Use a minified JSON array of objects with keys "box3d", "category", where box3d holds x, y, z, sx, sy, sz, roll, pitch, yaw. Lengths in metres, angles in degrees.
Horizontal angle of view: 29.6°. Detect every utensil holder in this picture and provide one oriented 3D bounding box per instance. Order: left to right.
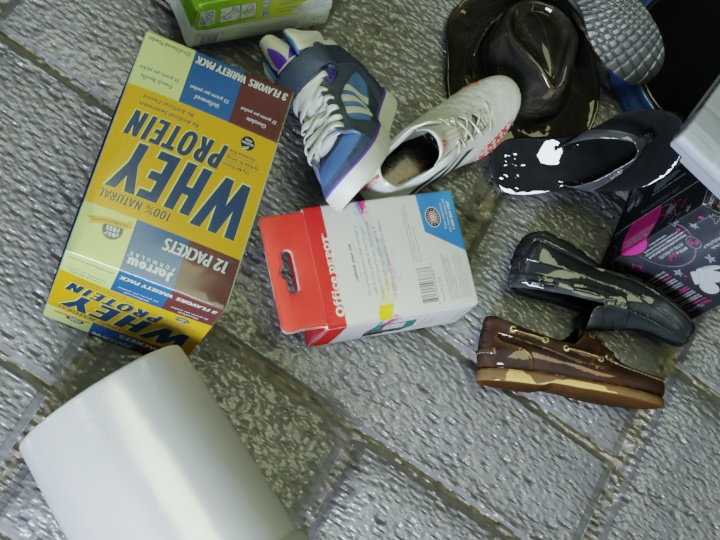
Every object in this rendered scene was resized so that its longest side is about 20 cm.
[{"box3d":[-0.161,0.188,1.108,0.169,0.170,0.201,-30,82,-25],"category":"utensil holder"}]

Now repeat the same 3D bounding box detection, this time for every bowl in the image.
[{"box3d":[0.369,-0.218,1.495,0.197,0.039,0.204,6,71,-18],"category":"bowl"}]

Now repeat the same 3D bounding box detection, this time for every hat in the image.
[{"box3d":[0.181,-0.216,1.403,0.197,0.081,0.204,6,72,-19],"category":"hat"}]

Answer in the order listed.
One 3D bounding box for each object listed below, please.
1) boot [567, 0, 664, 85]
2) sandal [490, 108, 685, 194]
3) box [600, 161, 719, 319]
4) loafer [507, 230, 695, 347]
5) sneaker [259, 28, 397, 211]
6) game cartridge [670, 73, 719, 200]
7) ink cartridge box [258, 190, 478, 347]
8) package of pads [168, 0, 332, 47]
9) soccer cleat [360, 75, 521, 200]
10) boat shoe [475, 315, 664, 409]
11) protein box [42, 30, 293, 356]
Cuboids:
[{"box3d":[0.254,-0.298,1.443,0.201,0.067,0.131,50,23,-10],"category":"boot"},{"box3d":[0.227,-0.109,1.349,0.197,0.043,0.077,-12,97,16],"category":"sandal"},{"box3d":[0.348,-0.052,1.345,0.114,0.200,0.133,31,64,-9],"category":"box"},{"box3d":[0.238,0.033,1.356,0.198,0.068,0.071,26,74,-5],"category":"loafer"},{"box3d":[-0.045,-0.150,1.255,0.146,0.081,0.201,37,31,-13],"category":"sneaker"},{"box3d":[0.381,-0.137,1.255,0.133,0.042,0.200,40,62,1],"category":"game cartridge"},{"box3d":[0.000,0.000,1.277,0.197,0.067,0.118,-8,75,-22],"category":"ink cartridge box"},{"box3d":[-0.124,-0.316,1.312,0.152,0.068,0.202,-14,64,-22],"category":"package of pads"},{"box3d":[0.083,-0.129,1.322,0.199,0.085,0.069,-34,88,-14],"category":"soccer cleat"},{"box3d":[0.208,0.090,1.321,0.197,0.070,0.071,13,73,-16],"category":"boat shoe"},{"box3d":[-0.168,-0.054,1.161,0.133,0.198,0.203,20,68,-12],"category":"protein box"}]
